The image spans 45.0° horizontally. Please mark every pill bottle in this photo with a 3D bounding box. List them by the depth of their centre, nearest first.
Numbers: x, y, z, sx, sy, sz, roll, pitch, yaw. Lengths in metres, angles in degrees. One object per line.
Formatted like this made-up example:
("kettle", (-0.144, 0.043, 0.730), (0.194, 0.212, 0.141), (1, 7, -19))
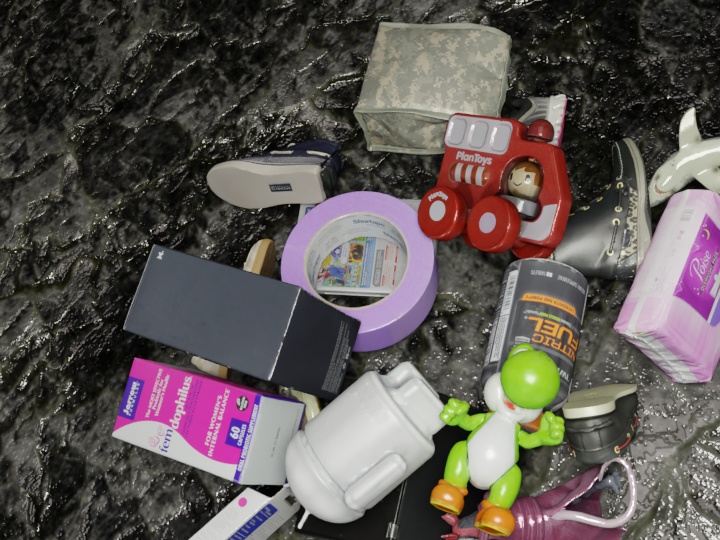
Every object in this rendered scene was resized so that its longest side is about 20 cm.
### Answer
("pill bottle", (0.204, 0.096, 1.033), (0.105, 0.106, 0.202), (10, 67, 16))

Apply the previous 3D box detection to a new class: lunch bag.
("lunch bag", (0.111, -0.254, 1.220), (0.198, 0.118, 0.166), (6, 65, 19))

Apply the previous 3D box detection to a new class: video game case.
("video game case", (0.005, -0.033, 1.187), (0.198, 0.018, 0.145), (3, 65, 12))

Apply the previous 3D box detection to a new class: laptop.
("laptop", (0.054, 0.241, 1.020), (0.198, 0.116, 0.189), (0, 62, 30))

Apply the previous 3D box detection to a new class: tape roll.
("tape roll", (0.000, 0.000, 1.125), (0.198, 0.066, 0.202), (-5, 62, 9))

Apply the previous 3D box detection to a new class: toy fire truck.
("toy fire truck", (0.170, -0.107, 1.068), (0.199, 0.111, 0.170), (16, 95, 45))

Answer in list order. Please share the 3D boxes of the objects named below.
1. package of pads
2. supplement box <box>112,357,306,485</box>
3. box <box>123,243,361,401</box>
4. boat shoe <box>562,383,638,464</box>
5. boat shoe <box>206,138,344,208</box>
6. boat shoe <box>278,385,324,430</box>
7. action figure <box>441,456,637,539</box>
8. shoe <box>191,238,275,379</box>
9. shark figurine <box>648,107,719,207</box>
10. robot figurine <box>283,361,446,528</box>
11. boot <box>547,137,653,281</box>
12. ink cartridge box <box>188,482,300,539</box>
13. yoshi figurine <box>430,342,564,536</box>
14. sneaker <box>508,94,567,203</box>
("package of pads", (0.387, 0.018, 1.025), (0.075, 0.120, 0.201), (-3, 54, 58))
("supplement box", (-0.182, 0.179, 1.042), (0.198, 0.103, 0.102), (10, 82, 30))
("box", (-0.130, 0.063, 0.996), (0.198, 0.182, 0.105), (15, 80, 25))
("boat shoe", (0.266, 0.162, 0.954), (0.073, 0.201, 0.064), (-13, 88, 24))
("boat shoe", (-0.116, -0.143, 1.247), (0.198, 0.075, 0.093), (5, 40, 22))
("boat shoe", (-0.095, 0.122, 1.100), (0.065, 0.072, 0.203), (-18, 66, -3))
("action figure", (0.185, 0.278, 0.931), (0.197, 0.149, 0.135), (-3, 68, -6))
("shoe", (-0.166, 0.044, 1.153), (0.053, 0.070, 0.202), (16, 70, 9))
("shark figurine", (0.481, -0.140, 1.116), (0.212, 0.089, 0.130), (5, 98, 23))
("robot figurine", (0.000, 0.189, 0.933), (0.200, 0.113, 0.170), (-41, 18, 2))
("boot", (0.291, -0.076, 1.121), (0.152, 0.074, 0.206), (-4, 64, 12))
("ink cartridge box", (-0.150, 0.310, 1.004), (0.199, 0.095, 0.037), (-38, 62, -9))
("yoshi figurine", (0.148, 0.160, 0.891), (0.111, 0.112, 0.201), (0, 59, 51))
("sneaker", (0.223, -0.159, 1.177), (0.086, 0.074, 0.202), (9, 61, 15))
